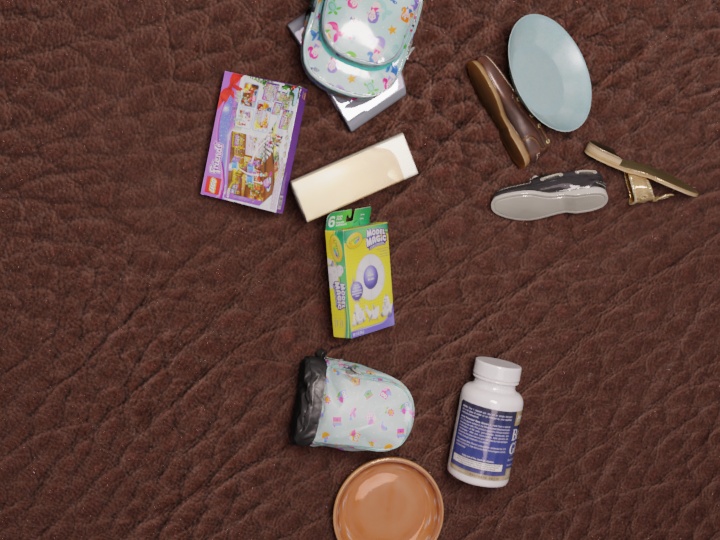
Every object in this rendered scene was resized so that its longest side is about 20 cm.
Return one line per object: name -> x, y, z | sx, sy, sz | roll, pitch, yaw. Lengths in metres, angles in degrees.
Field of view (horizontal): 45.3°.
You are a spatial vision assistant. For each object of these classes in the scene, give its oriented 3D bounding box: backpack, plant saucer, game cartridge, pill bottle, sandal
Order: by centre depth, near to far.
backpack -> -0.002, -0.367, 1.331 | 0.174, 0.151, 0.204 | 19, 99, -10
game cartridge -> -0.015, -0.350, 1.417 | 0.132, 0.042, 0.202 | -33, 100, 1
plant saucer -> 0.304, -0.321, 1.430 | 0.198, 0.038, 0.205 | 12, 70, -35
backpack -> -0.010, 0.234, 1.440 | 0.196, 0.126, 0.171 | 11, 92, -12
pill bottle -> 0.218, 0.257, 1.479 | 0.109, 0.111, 0.205 | 9, 96, -8
sandal -> 0.474, -0.151, 1.497 | 0.208, 0.078, 0.071 | 24, 113, -4
plant saucer -> 0.047, 0.423, 1.514 | 0.195, 0.037, 0.205 | -1, 96, -7

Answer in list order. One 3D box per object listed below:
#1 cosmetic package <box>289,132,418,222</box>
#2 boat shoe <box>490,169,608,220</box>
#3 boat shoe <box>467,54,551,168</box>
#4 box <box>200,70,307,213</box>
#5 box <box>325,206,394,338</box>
cosmetic package -> -0.014, -0.151, 1.406 | 0.197, 0.105, 0.072 | -24, 98, -3
boat shoe -> 0.320, -0.135, 1.473 | 0.196, 0.074, 0.061 | -7, 56, 9
boat shoe -> 0.251, -0.275, 1.446 | 0.070, 0.070, 0.202 | -34, 107, -7
box -> -0.171, -0.206, 1.388 | 0.134, 0.039, 0.204 | 14, 95, 12
box -> 0.000, 0.000, 1.424 | 0.116, 0.048, 0.205 | -13, 100, -47
